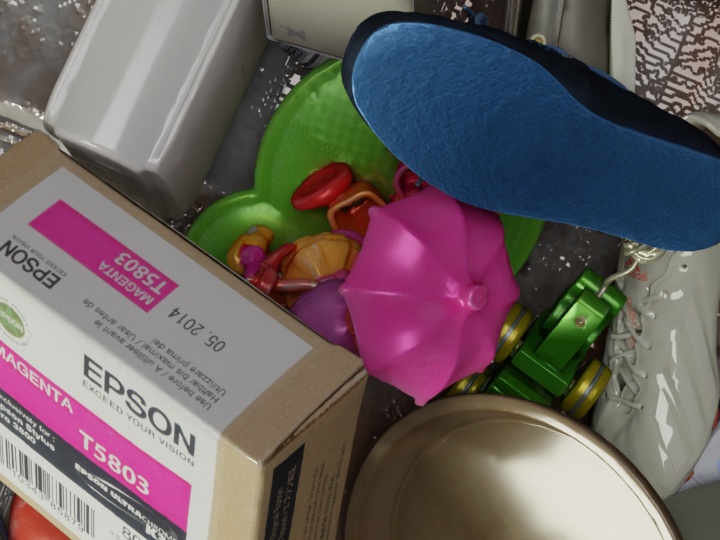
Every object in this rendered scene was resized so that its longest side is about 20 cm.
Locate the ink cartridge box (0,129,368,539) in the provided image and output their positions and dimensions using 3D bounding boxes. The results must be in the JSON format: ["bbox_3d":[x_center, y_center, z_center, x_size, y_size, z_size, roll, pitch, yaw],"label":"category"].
[{"bbox_3d":[-0.101,0.059,0.956,0.199,0.165,0.075,35,54,22],"label":"ink cartridge box"}]

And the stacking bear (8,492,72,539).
[{"bbox_3d":[-0.101,0.175,1.042,0.114,0.121,0.201,-44,74,30],"label":"stacking bear"}]

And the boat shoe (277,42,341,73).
[{"bbox_3d":[0.035,-0.181,1.064,0.065,0.072,0.201,31,85,-11],"label":"boat shoe"}]

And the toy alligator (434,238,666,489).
[{"bbox_3d":[0.098,0.034,1.039,0.059,0.054,0.200,36,121,1],"label":"toy alligator"}]

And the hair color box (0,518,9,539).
[{"bbox_3d":[-0.266,0.185,1.063,0.199,0.065,0.110,-25,88,6],"label":"hair color box"}]

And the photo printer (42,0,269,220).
[{"bbox_3d":[-0.076,-0.132,1.011,0.069,0.166,0.201,24,82,2],"label":"photo printer"}]

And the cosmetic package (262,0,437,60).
[{"bbox_3d":[0.021,-0.201,0.948,0.073,0.104,0.201,16,67,8],"label":"cosmetic package"}]

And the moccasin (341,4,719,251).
[{"bbox_3d":[0.074,-0.060,0.924,0.199,0.068,0.081,25,110,-27],"label":"moccasin"}]

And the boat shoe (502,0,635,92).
[{"bbox_3d":[0.090,-0.156,0.979,0.060,0.072,0.203,-3,95,-12],"label":"boat shoe"}]

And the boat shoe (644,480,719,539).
[{"bbox_3d":[0.234,0.141,1.017,0.199,0.070,0.072,-4,113,3],"label":"boat shoe"}]

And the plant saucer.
[{"bbox_3d":[0.080,0.153,1.028,0.199,0.029,0.202,12,111,32],"label":"plant saucer"}]

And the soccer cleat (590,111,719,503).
[{"bbox_3d":[0.149,0.018,1.046,0.069,0.077,0.201,14,85,37],"label":"soccer cleat"}]

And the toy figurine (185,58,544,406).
[{"bbox_3d":[0.000,0.000,0.986,0.199,0.184,0.151,-27,108,9],"label":"toy figurine"}]

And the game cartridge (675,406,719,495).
[{"bbox_3d":[0.244,0.100,1.070,0.133,0.040,0.200,44,90,5],"label":"game cartridge"}]
